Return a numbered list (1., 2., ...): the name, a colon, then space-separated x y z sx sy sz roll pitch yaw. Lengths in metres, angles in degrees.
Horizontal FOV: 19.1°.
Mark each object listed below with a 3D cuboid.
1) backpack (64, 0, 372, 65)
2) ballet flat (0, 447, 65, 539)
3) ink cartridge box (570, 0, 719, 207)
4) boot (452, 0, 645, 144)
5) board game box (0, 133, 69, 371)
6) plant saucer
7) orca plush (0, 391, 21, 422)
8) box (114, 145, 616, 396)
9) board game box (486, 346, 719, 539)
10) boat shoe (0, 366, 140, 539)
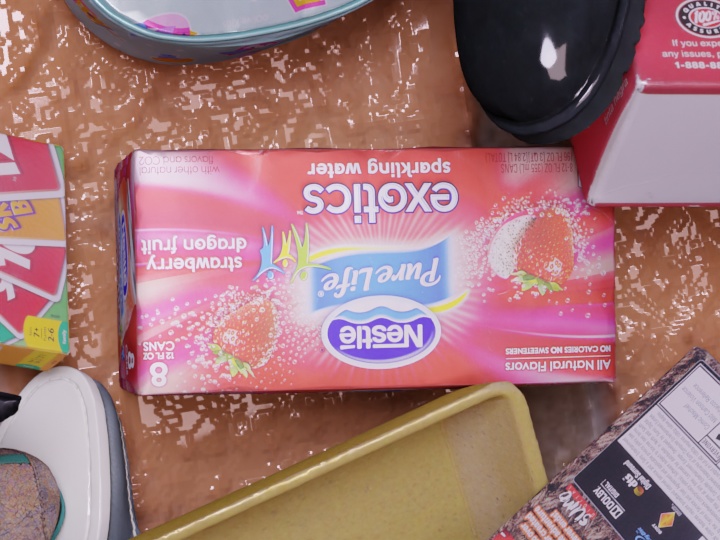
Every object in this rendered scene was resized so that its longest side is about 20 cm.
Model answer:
1. backpack: -0.058 -0.184 0.853 0.176 0.153 0.200 -16 100 -15
2. ballet flat: -0.194 0.154 0.853 0.068 0.067 0.200 31 93 34
3. ink cartridge box: 0.153 -0.130 0.875 0.147 0.083 0.200 -1 57 -11
4. boot: 0.036 -0.164 0.769 0.162 0.073 0.198 32 58 -44
5. board game box: -0.209 -0.021 0.833 0.200 0.030 0.096 9 63 -30
6. plant saucer: -0.011 0.151 0.881 0.200 0.048 0.200 -24 122 -11
7. orca plush: -0.143 0.144 0.798 0.105 0.071 0.200 4 105 -25
8. box: 0.000 0.000 0.888 0.200 0.095 0.100 -1 90 -11
9. board game box: 0.117 0.157 0.815 0.200 0.159 0.097 -43 124 3
10. boat shoe: -0.117 0.141 0.896 0.062 0.073 0.200 9 79 -53
